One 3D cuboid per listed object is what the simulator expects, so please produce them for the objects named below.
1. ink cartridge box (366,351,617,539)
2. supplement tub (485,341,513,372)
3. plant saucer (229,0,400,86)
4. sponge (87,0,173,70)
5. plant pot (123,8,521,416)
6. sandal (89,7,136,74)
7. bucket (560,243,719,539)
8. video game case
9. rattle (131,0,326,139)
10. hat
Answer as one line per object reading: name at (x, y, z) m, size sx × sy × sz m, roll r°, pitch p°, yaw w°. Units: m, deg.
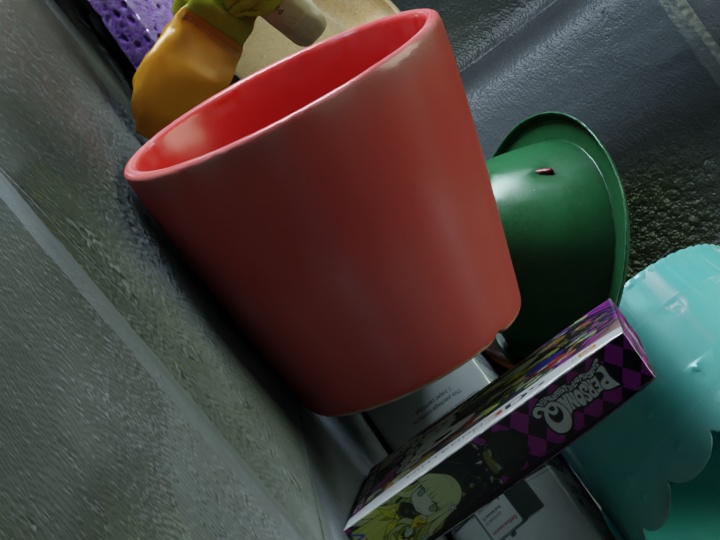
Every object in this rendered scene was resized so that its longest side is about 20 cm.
ink cartridge box at (0.097, 0.146, 1.580) m, size 0.200 × 0.083 × 0.147 m, roll 55°, pitch 6°, yaw 18°
supplement tub at (0.137, 0.034, 1.632) m, size 0.107 × 0.107 × 0.200 m, roll 57°, pitch 6°, yaw 34°
plant saucer at (-0.046, -0.159, 1.628) m, size 0.200 × 0.035 × 0.200 m, roll 20°, pitch 38°, yaw -17°
sponge at (-0.124, -0.162, 1.629) m, size 0.111 × 0.030 × 0.200 m, roll -7°, pitch 56°, yaw -56°
plant pot at (-0.007, -0.027, 1.339) m, size 0.178 × 0.200 × 0.200 m, roll 62°, pitch 4°, yaw -13°
sandal at (-0.114, -0.117, 1.655) m, size 0.200 × 0.045 × 0.075 m, roll 51°, pitch 6°, yaw -17°
bucket at (0.226, 0.092, 1.551) m, size 0.135 × 0.207 × 0.207 m, roll 48°, pitch 2°, yaw 30°
video game case at (0.078, 0.088, 1.298) m, size 0.036 × 0.181 × 0.200 m, roll 54°, pitch 6°, yaw -1°
rattle at (-0.120, -0.187, 1.551) m, size 0.130 × 0.143 × 0.200 m, roll 11°, pitch 26°, yaw -45°
hat at (0.038, -0.018, 1.429) m, size 0.200 × 0.176 × 0.166 m, roll -5°, pitch -95°, yaw 62°
